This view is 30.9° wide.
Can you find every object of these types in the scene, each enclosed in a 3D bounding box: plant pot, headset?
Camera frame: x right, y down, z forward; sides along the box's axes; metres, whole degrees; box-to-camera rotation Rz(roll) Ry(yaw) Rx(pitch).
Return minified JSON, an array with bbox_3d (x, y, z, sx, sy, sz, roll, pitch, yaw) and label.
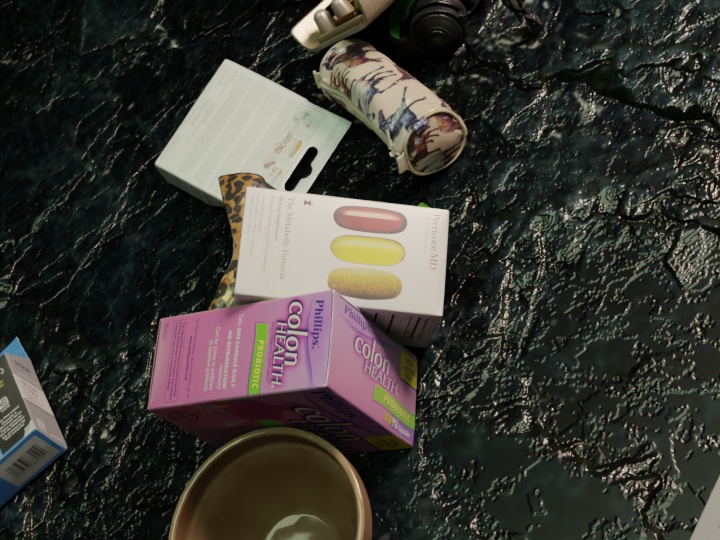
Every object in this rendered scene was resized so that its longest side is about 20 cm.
[{"bbox_3d":[-0.072,0.257,1.220,0.199,0.093,0.203,-11,60,20],"label":"plant pot"},{"bbox_3d":[0.112,-0.296,1.486,0.199,0.094,0.124,5,63,52],"label":"headset"}]

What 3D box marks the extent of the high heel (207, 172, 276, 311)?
[{"bbox_3d":[-0.149,-0.018,1.444,0.142,0.072,0.200,30,65,23],"label":"high heel"}]

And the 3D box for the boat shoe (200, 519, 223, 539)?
[{"bbox_3d":[-0.195,0.321,1.281,0.068,0.072,0.201,21,74,40],"label":"boat shoe"}]

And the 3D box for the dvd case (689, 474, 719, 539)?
[{"bbox_3d":[0.347,0.201,1.041,0.142,0.018,0.201,18,73,40],"label":"dvd case"}]

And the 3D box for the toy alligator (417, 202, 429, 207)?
[{"bbox_3d":[0.000,0.000,1.367,0.200,0.054,0.059,-51,48,-4],"label":"toy alligator"}]

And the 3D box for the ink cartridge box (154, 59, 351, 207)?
[{"bbox_3d":[-0.126,-0.143,1.559,0.199,0.057,0.163,29,79,20],"label":"ink cartridge box"}]

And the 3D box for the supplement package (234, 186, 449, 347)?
[{"bbox_3d":[-0.020,-0.001,1.274,0.197,0.110,0.115,6,71,-4],"label":"supplement package"}]

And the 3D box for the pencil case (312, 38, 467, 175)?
[{"bbox_3d":[0.028,-0.184,1.445,0.089,0.078,0.200,-20,43,-25],"label":"pencil case"}]

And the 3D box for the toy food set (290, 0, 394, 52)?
[{"bbox_3d":[0.006,-0.332,1.503,0.143,0.061,0.200,-45,16,-19],"label":"toy food set"}]

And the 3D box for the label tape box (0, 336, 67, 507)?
[{"bbox_3d":[-0.444,0.177,1.538,0.143,0.066,0.200,-41,50,4],"label":"label tape box"}]

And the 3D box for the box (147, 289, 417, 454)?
[{"bbox_3d":[-0.071,0.109,1.260,0.198,0.176,0.098,-10,61,26],"label":"box"}]
